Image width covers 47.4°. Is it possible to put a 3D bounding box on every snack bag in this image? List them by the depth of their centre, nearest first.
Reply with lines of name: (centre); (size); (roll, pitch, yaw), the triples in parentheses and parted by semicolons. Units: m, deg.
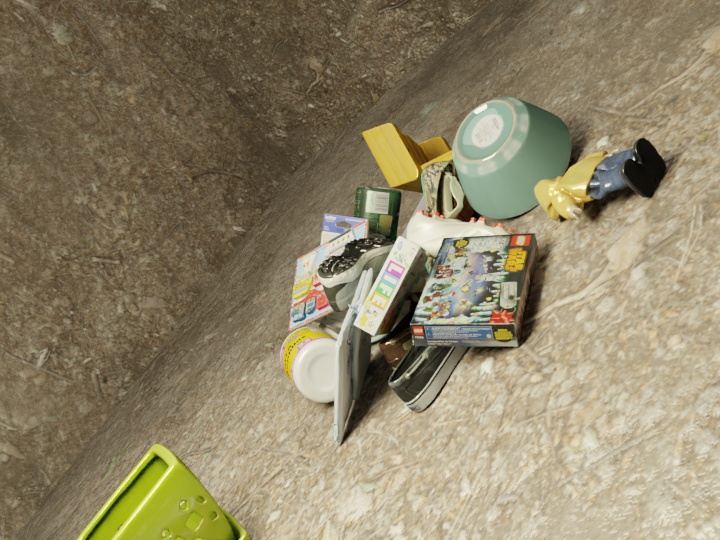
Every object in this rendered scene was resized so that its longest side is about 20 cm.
snack bag: (-0.009, 0.126, 1.227); (0.201, 0.021, 0.191); (-67, -17, -57)

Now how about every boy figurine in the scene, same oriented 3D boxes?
boy figurine: (0.304, -0.109, 1.098); (0.125, 0.064, 0.199); (-54, 15, -27)

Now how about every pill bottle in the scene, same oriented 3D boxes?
pill bottle: (-0.081, 0.155, 1.410); (0.104, 0.104, 0.200); (-48, 14, -7)

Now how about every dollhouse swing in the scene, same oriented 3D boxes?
dollhouse swing: (0.149, -0.239, 1.551); (0.175, 0.183, 0.199); (-40, -23, 30)

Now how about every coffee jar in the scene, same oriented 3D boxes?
coffee jar: (0.025, -0.055, 1.542); (0.104, 0.084, 0.204); (-146, 62, -79)

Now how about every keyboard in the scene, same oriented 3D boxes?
keyboard: (-0.030, 0.122, 1.453); (0.011, 0.056, 0.200); (-60, 15, -3)

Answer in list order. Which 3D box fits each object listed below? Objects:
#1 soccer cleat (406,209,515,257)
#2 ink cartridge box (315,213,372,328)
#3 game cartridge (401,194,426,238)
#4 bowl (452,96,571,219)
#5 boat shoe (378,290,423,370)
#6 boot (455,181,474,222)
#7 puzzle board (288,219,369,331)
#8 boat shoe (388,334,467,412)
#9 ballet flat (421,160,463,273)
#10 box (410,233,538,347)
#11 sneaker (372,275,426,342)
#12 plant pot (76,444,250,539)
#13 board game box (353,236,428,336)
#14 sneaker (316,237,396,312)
soccer cleat: (0.157, -0.044, 1.273); (0.198, 0.069, 0.079); (12, 88, 38)
ink cartridge box: (-0.028, 0.003, 1.492); (0.118, 0.042, 0.204); (10, 98, 45)
game cartridge: (0.109, -0.092, 1.516); (0.131, 0.038, 0.200); (-57, -3, -2)
bowl: (0.225, -0.196, 1.314); (0.199, 0.105, 0.203); (-23, 52, 33)
boat shoe: (0.101, 0.056, 1.208); (0.203, 0.075, 0.074); (-52, 16, -21)
boot: (0.184, -0.120, 1.441); (0.156, 0.077, 0.199); (-53, 13, -30)
puzzle board: (-0.059, 0.009, 1.448); (0.199, 0.017, 0.153); (-26, 49, 41)
boat shoe: (0.101, 0.094, 1.121); (0.200, 0.068, 0.073); (-53, 16, -24)
ballet flat: (0.140, -0.090, 1.361); (0.075, 0.067, 0.203); (-17, 69, 44)
box: (0.156, 0.023, 1.088); (0.135, 0.040, 0.201); (-2, 35, 22)
sneaker: (0.040, 0.057, 1.370); (0.199, 0.081, 0.077); (-33, 18, 41)
plant pot: (-0.279, 0.393, 1.179); (0.201, 0.181, 0.198); (-50, 15, -18)
board game box: (0.048, 0.026, 1.191); (0.136, 0.034, 0.200); (-63, -9, 1)
sneaker: (0.000, 0.000, 1.328); (0.073, 0.081, 0.200); (5, 26, 35)
